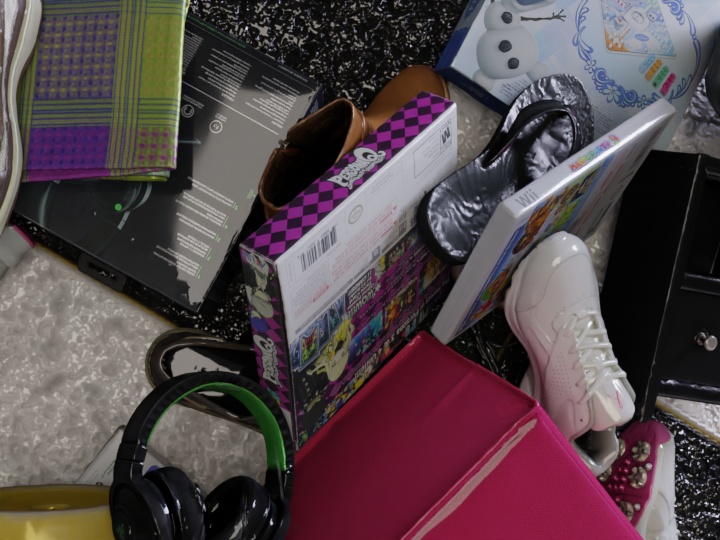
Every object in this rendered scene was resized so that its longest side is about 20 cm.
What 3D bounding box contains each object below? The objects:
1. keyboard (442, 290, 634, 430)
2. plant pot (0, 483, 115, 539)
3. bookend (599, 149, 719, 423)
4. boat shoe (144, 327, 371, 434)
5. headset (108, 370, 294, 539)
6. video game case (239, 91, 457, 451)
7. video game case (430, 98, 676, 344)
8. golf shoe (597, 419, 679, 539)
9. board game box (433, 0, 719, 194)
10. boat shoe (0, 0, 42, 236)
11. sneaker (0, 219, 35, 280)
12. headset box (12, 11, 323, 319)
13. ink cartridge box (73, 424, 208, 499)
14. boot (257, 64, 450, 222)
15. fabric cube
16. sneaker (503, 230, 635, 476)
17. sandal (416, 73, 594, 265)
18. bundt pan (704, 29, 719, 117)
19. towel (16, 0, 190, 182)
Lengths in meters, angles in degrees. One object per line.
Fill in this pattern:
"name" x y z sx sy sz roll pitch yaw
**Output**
"keyboard" 0.146 0.051 0.882 0.126 0.021 0.202 -24 91 -8
"plant pot" -0.213 0.248 0.728 0.198 0.201 0.192 1 86 -7
"bookend" 0.299 0.022 0.853 0.196 0.092 0.203 10 96 -19
"boat shoe" -0.069 0.096 0.825 0.197 0.073 0.076 12 87 -7
"headset" -0.096 0.165 0.686 0.123 0.093 0.203 16 76 -36
"video game case" 0.000 0.000 0.757 0.036 0.183 0.200 25 51 27
"video game case" 0.141 -0.037 0.784 0.018 0.144 0.199 44 51 17
"golf shoe" 0.227 0.222 0.872 0.091 0.075 0.203 14 89 -22
"board game box" 0.188 -0.196 0.864 0.199 0.043 0.201 30 86 -17
"boat shoe" -0.263 -0.109 0.701 0.074 0.075 0.205 1 79 12
"sneaker" -0.346 -0.035 0.788 0.198 0.081 0.089 29 84 -5
"headset box" -0.147 -0.081 0.800 0.173 0.093 0.202 27 85 1
"ink cartridge box" -0.139 0.220 0.833 0.200 0.037 0.095 41 85 -3
"boot" -0.004 -0.095 0.790 0.076 0.155 0.201 35 81 20
"fabric cube" 0.069 0.197 0.757 0.196 0.200 0.200 -42 111 -7
"sneaker" 0.164 0.065 0.787 0.077 0.099 0.202 -27 127 -19
"sandal" 0.120 -0.076 0.777 0.076 0.048 0.201 50 59 -10
"bundt pan" 0.355 -0.124 0.836 0.200 0.202 0.076 21 112 -7
"towel" -0.215 -0.128 0.746 0.197 0.023 0.146 -1 78 11
